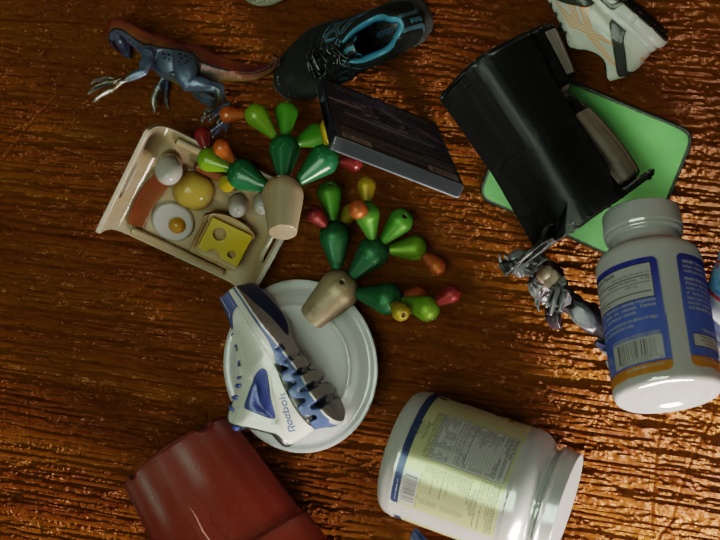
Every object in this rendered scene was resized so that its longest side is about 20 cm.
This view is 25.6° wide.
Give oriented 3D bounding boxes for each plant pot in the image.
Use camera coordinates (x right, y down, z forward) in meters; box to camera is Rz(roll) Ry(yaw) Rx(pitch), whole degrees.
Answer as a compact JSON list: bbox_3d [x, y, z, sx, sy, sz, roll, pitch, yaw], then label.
[{"bbox_3d":[-0.163,0.291,1.849,0.200,0.200,0.196,-38,80,23],"label":"plant pot"}]

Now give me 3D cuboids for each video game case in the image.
[{"bbox_3d":[0.027,-0.141,1.654,0.142,0.200,0.019,20,109,-14],"label":"video game case"}]

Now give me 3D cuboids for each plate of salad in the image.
[{"bbox_3d":[-0.068,0.111,1.851,0.198,0.048,0.202,0,90,23],"label":"plate of salad"}]

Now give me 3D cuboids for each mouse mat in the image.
[{"bbox_3d":[0.241,-0.113,1.709,0.199,0.008,0.162,25,109,14],"label":"mouse mat"}]

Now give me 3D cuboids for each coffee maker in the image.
[{"bbox_3d":[0.177,-0.132,1.623,0.134,0.192,0.201,-37,85,39],"label":"coffee maker"}]

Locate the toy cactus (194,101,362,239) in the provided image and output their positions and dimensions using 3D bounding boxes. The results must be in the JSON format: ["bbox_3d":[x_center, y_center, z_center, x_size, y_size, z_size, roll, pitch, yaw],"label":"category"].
[{"bbox_3d":[-0.087,-0.108,1.735,0.198,0.103,0.166,-2,60,3],"label":"toy cactus"}]

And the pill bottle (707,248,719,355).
[{"bbox_3d":[0.415,0.003,1.613,0.108,0.109,0.202,22,108,15],"label":"pill bottle"}]

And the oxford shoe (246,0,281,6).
[{"bbox_3d":[-0.070,-0.377,1.745,0.201,0.075,0.058,-55,39,29],"label":"oxford shoe"}]

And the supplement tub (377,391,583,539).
[{"bbox_3d":[0.132,0.229,1.748,0.198,0.145,0.146,18,107,16],"label":"supplement tub"}]

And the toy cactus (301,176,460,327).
[{"bbox_3d":[0.000,0.000,1.763,0.200,0.102,0.165,45,106,3],"label":"toy cactus"}]

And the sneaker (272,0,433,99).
[{"bbox_3d":[-0.020,-0.244,1.737,0.199,0.082,0.074,-25,95,25],"label":"sneaker"}]

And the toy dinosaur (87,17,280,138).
[{"bbox_3d":[-0.211,-0.238,1.820,0.199,0.105,0.182,-36,77,3],"label":"toy dinosaur"}]

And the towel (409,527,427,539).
[{"bbox_3d":[0.077,0.419,1.820,0.024,0.147,0.202,-1,112,-23],"label":"towel"}]

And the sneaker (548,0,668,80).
[{"bbox_3d":[0.221,-0.278,1.645,0.200,0.074,0.080,44,114,7],"label":"sneaker"}]

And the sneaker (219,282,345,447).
[{"bbox_3d":[-0.117,0.120,1.803,0.115,0.080,0.200,-38,78,17],"label":"sneaker"}]

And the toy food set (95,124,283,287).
[{"bbox_3d":[-0.185,-0.063,1.821,0.199,0.061,0.144,26,111,-11],"label":"toy food set"}]

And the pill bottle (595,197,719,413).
[{"bbox_3d":[0.298,0.034,1.606,0.111,0.112,0.202,-14,65,22],"label":"pill bottle"}]

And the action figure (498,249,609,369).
[{"bbox_3d":[0.228,0.041,1.689,0.199,0.130,0.070,36,102,1],"label":"action figure"}]
